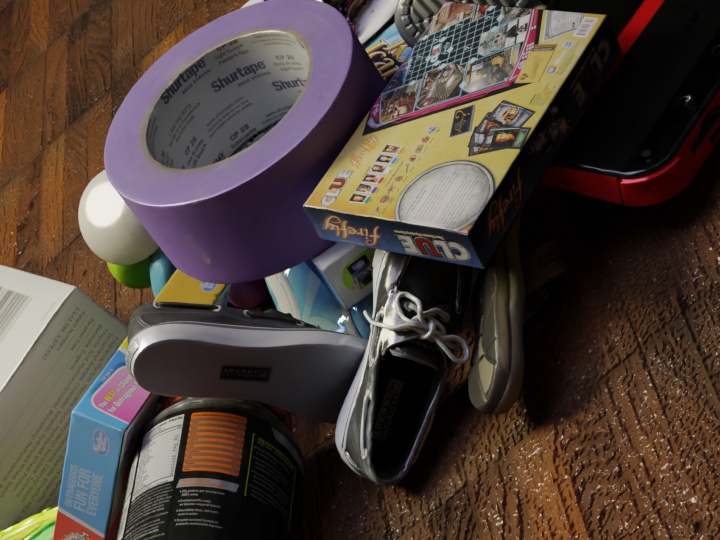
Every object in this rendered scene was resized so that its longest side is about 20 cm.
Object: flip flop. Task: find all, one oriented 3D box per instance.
[{"bbox_3d":[0.108,0.013,1.417,0.081,0.057,0.200,105,174,-45],"label":"flip flop"}]

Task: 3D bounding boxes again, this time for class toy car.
[{"bbox_3d":[-0.114,-0.040,1.745,0.200,0.175,0.150,-43,64,12],"label":"toy car"}]

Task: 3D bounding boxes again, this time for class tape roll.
[{"bbox_3d":[-0.075,-0.093,1.513,0.199,0.085,0.200,-20,41,19],"label":"tape roll"}]

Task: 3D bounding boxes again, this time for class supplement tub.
[{"bbox_3d":[-0.102,0.172,1.458,0.122,0.122,0.200,-33,30,29],"label":"supplement tub"}]

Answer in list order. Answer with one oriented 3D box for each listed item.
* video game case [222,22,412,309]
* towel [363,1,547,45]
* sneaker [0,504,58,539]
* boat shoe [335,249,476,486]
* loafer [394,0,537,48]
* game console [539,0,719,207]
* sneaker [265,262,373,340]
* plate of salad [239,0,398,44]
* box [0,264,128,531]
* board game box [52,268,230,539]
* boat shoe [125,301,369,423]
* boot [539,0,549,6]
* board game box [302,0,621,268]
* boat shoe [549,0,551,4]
[{"bbox_3d":[0.014,-0.084,1.546,0.181,0.046,0.200,-36,38,-5],"label":"video game case"},{"bbox_3d":[0.047,-0.156,1.662,0.193,0.034,0.200,-58,42,8],"label":"towel"},{"bbox_3d":[-0.234,0.226,1.658,0.199,0.084,0.074,-25,-3,13],"label":"sneaker"},{"bbox_3d":[0.034,0.044,1.418,0.200,0.073,0.068,-69,17,1],"label":"boat shoe"},{"bbox_3d":[0.114,-0.222,1.556,0.200,0.075,0.070,-34,-4,3],"label":"loafer"},{"bbox_3d":[0.177,-0.130,1.447,0.176,0.031,0.200,14,56,39],"label":"game console"},{"bbox_3d":[0.000,0.000,1.579,0.130,0.079,0.200,-41,37,20],"label":"sneaker"},{"bbox_3d":[-0.047,-0.204,1.686,0.199,0.048,0.200,-23,31,15],"label":"plate of salad"},{"bbox_3d":[-0.283,0.116,1.792,0.200,0.131,0.199,-56,28,-13],"label":"box"},{"bbox_3d":[-0.159,0.107,1.577,0.200,0.040,0.153,-58,-14,-52],"label":"board game box"},{"bbox_3d":[-0.065,0.056,1.471,0.066,0.199,0.070,-107,27,-51],"label":"boat shoe"},{"bbox_3d":[0.109,-0.208,1.702,0.200,0.077,0.155,-45,30,-6],"label":"boot"},{"bbox_3d":[0.069,-0.095,1.422,0.135,0.035,0.200,11,55,37],"label":"board game box"},{"bbox_3d":[0.181,-0.200,1.576,0.075,0.062,0.200,-23,40,26],"label":"boat shoe"}]
